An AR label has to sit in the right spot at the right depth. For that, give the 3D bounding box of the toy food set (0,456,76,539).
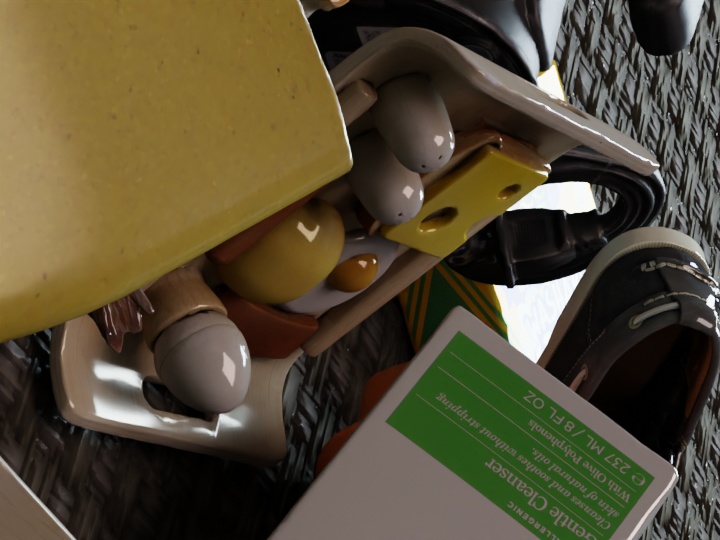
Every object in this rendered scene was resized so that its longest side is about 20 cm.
[{"bbox_3d":[-0.131,0.133,0.801,0.143,0.060,0.200,-41,129,-5],"label":"toy food set"}]

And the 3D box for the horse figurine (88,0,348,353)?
[{"bbox_3d":[-0.067,-0.067,0.923,0.050,0.132,0.201,42,65,-28],"label":"horse figurine"}]

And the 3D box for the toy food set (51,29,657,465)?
[{"bbox_3d":[0.000,0.000,0.977,0.143,0.200,0.061,19,39,-56],"label":"toy food set"}]

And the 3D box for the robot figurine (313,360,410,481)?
[{"bbox_3d":[0.031,0.134,1.071,0.144,0.116,0.201,70,22,-64],"label":"robot figurine"}]

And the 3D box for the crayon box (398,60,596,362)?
[{"bbox_3d":[0.063,-0.012,1.225,0.126,0.051,0.201,-37,113,-57],"label":"crayon box"}]

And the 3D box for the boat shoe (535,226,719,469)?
[{"bbox_3d":[0.098,0.081,1.138,0.071,0.201,0.068,9,31,-23],"label":"boat shoe"}]

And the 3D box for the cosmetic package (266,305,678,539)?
[{"bbox_3d":[0.011,0.128,0.959,0.200,0.107,0.085,-51,172,-25],"label":"cosmetic package"}]

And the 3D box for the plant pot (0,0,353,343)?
[{"bbox_3d":[-0.157,-0.063,0.746,0.200,0.193,0.196,-41,117,-45],"label":"plant pot"}]

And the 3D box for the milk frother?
[{"bbox_3d":[0.055,-0.119,1.103,0.200,0.179,0.189,102,3,-59],"label":"milk frother"}]
